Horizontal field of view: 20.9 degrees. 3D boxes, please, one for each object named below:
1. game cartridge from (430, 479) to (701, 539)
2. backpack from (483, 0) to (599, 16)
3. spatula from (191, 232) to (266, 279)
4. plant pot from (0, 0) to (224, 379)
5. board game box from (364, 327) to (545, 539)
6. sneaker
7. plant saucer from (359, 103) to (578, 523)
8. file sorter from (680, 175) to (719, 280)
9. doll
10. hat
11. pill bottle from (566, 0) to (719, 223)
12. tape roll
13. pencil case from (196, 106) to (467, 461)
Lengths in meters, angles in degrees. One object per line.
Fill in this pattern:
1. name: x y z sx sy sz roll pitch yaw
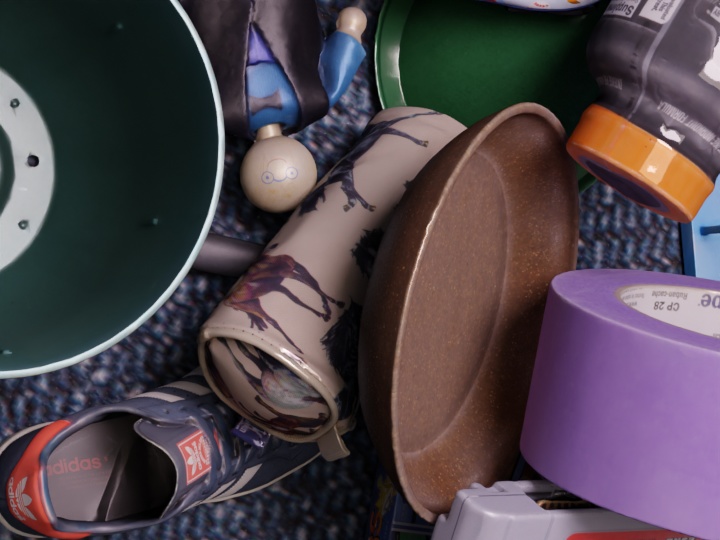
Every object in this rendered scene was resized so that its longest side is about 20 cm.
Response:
1. game cartridge: 0.109 0.166 0.955 0.199 0.041 0.134 3 116 -36
2. backpack: 0.082 -0.230 0.962 0.199 0.154 0.192 6 75 1
3. spatula: -0.009 0.005 1.026 0.199 0.021 0.057 13 87 -21
4. plant pot: -0.179 -0.053 0.886 0.200 0.161 0.202 1 88 -21
5. board game box: 0.073 0.130 1.036 0.135 0.034 0.201 10 92 -21
6. sneaker: -0.081 0.087 0.962 0.199 0.084 0.075 -20 96 -21
7. plant saucer: 0.048 0.018 0.923 0.200 0.036 0.201 -40 137 -51
8. file sorter: 0.272 0.017 1.085 0.138 0.123 0.201 -5 90 -22
9. doll: -0.063 -0.127 0.995 0.136 0.048 0.201 -14 92 -12
10. hat: 0.126 -0.126 1.000 0.166 0.176 0.200 48 73 -16
11. pill bottle: 0.177 -0.124 0.926 0.106 0.106 0.201 32 88 -18
12. tape roll: 0.181 0.064 0.933 0.199 0.200 0.085 5 102 -21
13. pencil case: 0.000 0.000 0.968 0.090 0.078 0.200 52 50 -18
